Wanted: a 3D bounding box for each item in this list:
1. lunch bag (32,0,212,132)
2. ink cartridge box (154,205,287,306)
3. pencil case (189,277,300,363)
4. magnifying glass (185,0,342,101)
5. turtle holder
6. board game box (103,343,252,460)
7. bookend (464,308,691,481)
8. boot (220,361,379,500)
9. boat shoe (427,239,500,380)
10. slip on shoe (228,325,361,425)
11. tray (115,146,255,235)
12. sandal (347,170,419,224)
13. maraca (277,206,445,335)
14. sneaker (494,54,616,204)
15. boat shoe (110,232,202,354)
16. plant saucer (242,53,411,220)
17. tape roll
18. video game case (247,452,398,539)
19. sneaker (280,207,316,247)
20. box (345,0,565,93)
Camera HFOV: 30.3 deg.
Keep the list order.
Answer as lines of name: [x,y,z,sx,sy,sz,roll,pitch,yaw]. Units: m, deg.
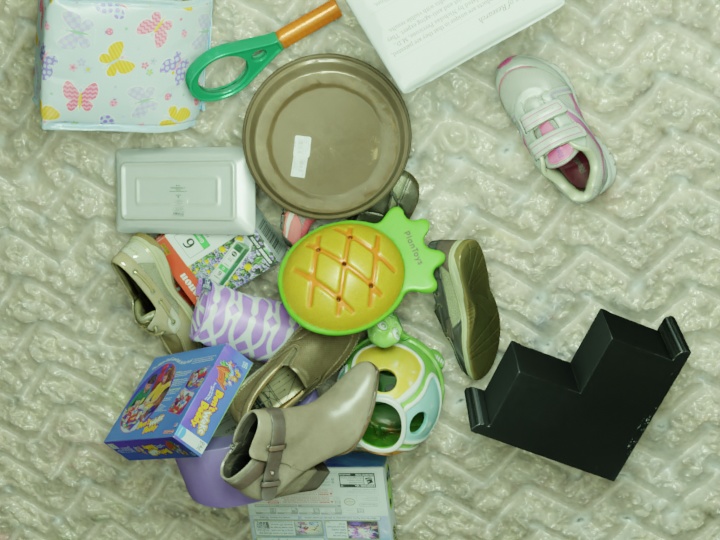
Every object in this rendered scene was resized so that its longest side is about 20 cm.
lunch bag: [-0.277,-0.255,1.560,0.199,0.127,0.170,-1,118,-19]
ink cartridge box: [-0.205,-0.014,1.691,0.200,0.050,0.109,-31,105,21]
pencil case: [-0.118,0.071,1.661,0.199,0.086,0.084,19,121,-18]
magnifying glass: [-0.113,-0.259,1.551,0.200,0.080,0.022,-27,63,4]
turtle holder: [0.042,0.147,1.668,0.141,0.132,0.186,29,116,-2]
board game box: [-0.229,0.166,1.651,0.045,0.135,0.200,40,153,-23]
bookend: [0.259,0.126,1.615,0.199,0.092,0.199,19,115,-11]
boot: [-0.074,0.184,1.559,0.146,0.070,0.201,21,98,-44]
boat shoe: [0.125,0.044,1.647,0.066,0.072,0.201,16,133,36]
slip on shoe: [-0.074,0.118,1.604,0.200,0.061,0.076,-37,108,-7]
tray: [-0.221,-0.098,1.636,0.199,0.022,0.108,1,94,23]
sandal: [0.001,-0.042,1.642,0.082,0.055,0.200,30,101,-9]
maraca: [0.000,0.000,1.571,0.199,0.107,0.137,-22,77,-9]
sneaker: [0.225,-0.159,1.523,0.081,0.088,0.200,-35,102,22]
boat shoe: [-0.262,0.048,1.690,0.072,0.065,0.200,14,136,37]
plant saucer: [-0.038,-0.151,1.547,0.199,0.029,0.201,-1,111,-3]
tape roll: [-0.140,0.211,1.694,0.199,0.200,0.085,-12,111,16]
video game case: [-0.052,0.337,1.816,0.199,0.045,0.182,-2,111,12]
sneaker: [-0.035,-0.104,1.607,0.087,0.074,0.201,24,115,-1]
box: [0.107,-0.311,1.419,0.200,0.199,0.131,-27,106,20]
